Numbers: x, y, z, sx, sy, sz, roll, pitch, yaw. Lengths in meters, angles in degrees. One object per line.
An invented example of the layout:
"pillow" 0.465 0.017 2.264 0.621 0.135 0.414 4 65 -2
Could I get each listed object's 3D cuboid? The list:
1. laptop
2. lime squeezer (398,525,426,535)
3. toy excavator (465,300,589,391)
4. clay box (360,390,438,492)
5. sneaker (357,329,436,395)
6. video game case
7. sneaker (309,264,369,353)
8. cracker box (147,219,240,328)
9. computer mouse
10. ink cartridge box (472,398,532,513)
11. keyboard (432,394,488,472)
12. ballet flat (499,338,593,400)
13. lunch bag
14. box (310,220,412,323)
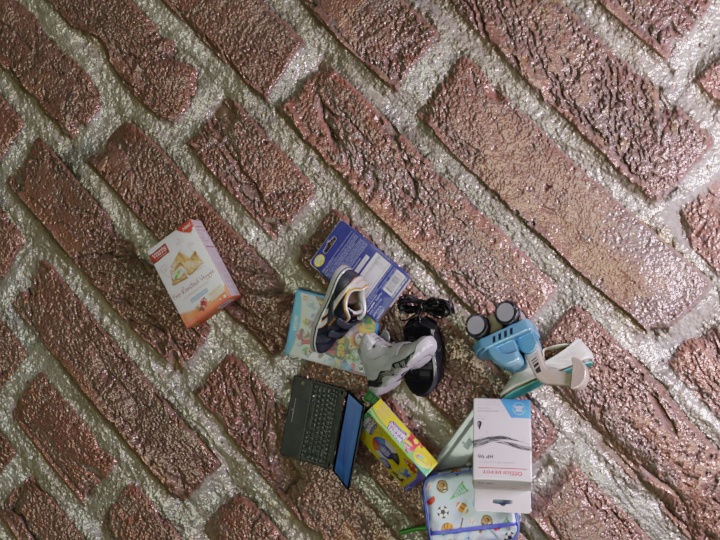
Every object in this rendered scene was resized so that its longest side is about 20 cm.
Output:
"laptop" -0.083 0.338 1.696 0.195 0.103 0.182 13 94 16
"lime squeezer" 0.177 0.546 1.661 0.195 0.038 0.072 16 126 15
"toy excavator" 0.319 0.160 1.541 0.191 0.100 0.204 -25 65 18
"clay box" 0.059 0.349 1.646 0.200 0.047 0.115 46 146 10
"sneaker" 0.065 0.160 1.622 0.200 0.074 0.117 -45 64 37
"video game case" -0.060 0.132 1.730 0.195 0.018 0.147 13 95 17
"sneaker" -0.043 0.096 1.656 0.079 0.078 0.204 32 116 26
"cracker box" -0.375 0.007 1.806 0.133 0.058 0.203 -33 81 14
"computer mouse" 0.137 0.154 1.646 0.136 0.052 0.206 4 92 38
"ink cartridge box" 0.274 0.356 1.552 0.113 0.068 0.204 -1 61 10
"keyboard" 0.216 0.352 1.654 0.056 0.011 0.202 36 101 8
"ballet flat" 0.359 0.192 1.585 0.196 0.069 0.071 -25 84 11
"lunch bag" 0.224 0.473 1.599 0.195 0.076 0.165 -8 79 7
"box" 0.000 0.000 1.695 0.199 0.032 0.122 40 96 15
